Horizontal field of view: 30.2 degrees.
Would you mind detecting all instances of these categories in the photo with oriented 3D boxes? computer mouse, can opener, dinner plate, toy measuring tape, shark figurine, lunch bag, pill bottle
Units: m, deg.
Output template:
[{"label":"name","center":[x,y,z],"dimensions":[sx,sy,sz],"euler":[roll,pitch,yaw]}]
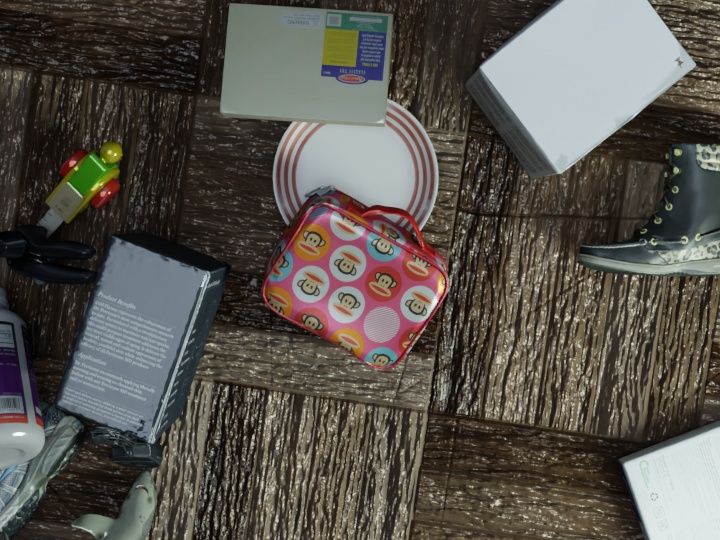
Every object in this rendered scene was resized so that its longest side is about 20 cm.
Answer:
[{"label":"computer mouse","center":[-0.269,0.195,1.526],"dimensions":[0.058,0.200,0.034],"euler":[0,73,5]},{"label":"can opener","center":[-0.354,-0.011,1.506],"dimensions":[0.078,0.199,0.064],"euler":[-22,114,-40]},{"label":"dinner plate","center":[-0.006,-0.111,1.592],"dimensions":[0.197,0.024,0.203],"euler":[0,92,0]},{"label":"toy measuring tape","center":[-0.343,-0.084,1.586],"dimensions":[0.074,0.074,0.200],"euler":[44,115,-2]},{"label":"shark figurine","center":[-0.322,0.346,1.586],"dimensions":[0.213,0.090,0.129],"euler":[-25,66,-14]},{"label":"lunch bag","center":[0.000,0.000,1.546],"dimensions":[0.199,0.082,0.177],"euler":[31,108,-10]},{"label":"pill bottle","center":[-0.433,0.123,1.538],"dimensions":[0.111,0.113,0.202],"euler":[-16,66,1]}]

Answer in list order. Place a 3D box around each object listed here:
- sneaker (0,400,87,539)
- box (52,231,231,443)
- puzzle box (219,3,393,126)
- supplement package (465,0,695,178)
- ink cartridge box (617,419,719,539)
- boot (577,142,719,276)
[{"label":"sneaker","center":[-0.415,0.245,1.594],"dimensions":[0.086,0.078,0.201],"euler":[36,85,10]},{"label":"box","center":[-0.241,0.069,1.512],"dimensions":[0.123,0.200,0.199],"euler":[21,92,0]},{"label":"puzzle box","center":[-0.062,-0.241,1.570],"dimensions":[0.197,0.025,0.135],"euler":[5,83,3]},{"label":"supplement package","center":[0.238,-0.220,1.498],"dimensions":[0.191,0.200,0.148],"euler":[-38,92,1]},{"label":"ink cartridge box","center":[0.433,0.287,1.600],"dimensions":[0.198,0.041,0.202],"euler":[-19,92,1]},{"label":"boot","center":[0.354,-0.071,1.570],"dimensions":[0.201,0.073,0.156],"euler":[1,91,-6]}]
